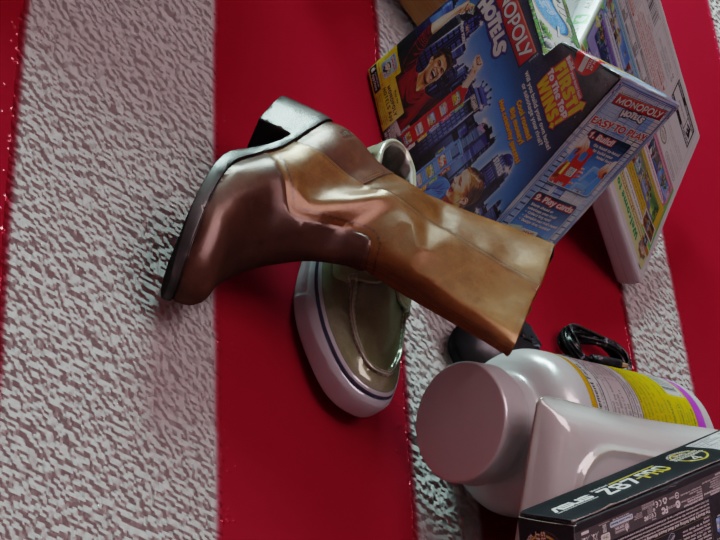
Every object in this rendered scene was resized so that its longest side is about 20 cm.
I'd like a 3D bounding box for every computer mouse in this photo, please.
[{"bbox_3d":[0.130,0.055,1.483,0.200,0.034,0.059,2,57,-51],"label":"computer mouse"}]

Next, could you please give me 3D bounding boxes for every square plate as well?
[{"bbox_3d":[0.162,0.186,1.314,0.200,0.028,0.199,13,83,-44],"label":"square plate"}]

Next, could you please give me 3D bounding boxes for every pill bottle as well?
[{"bbox_3d":[0.127,0.106,1.367,0.200,0.104,0.105,14,50,-44],"label":"pill bottle"}]

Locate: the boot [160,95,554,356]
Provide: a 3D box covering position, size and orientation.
[{"bbox_3d":[0.000,0.000,1.274,0.199,0.069,0.188,31,35,6],"label":"boot"}]

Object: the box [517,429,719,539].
[{"bbox_3d":[0.179,0.193,1.278,0.200,0.049,0.162,-17,103,-43],"label":"box"}]

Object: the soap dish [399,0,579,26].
[{"bbox_3d":[0.100,-0.207,1.644,0.200,0.081,0.157,54,33,2],"label":"soap dish"}]

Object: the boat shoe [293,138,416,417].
[{"bbox_3d":[0.002,-0.003,1.349,0.072,0.062,0.201,29,40,-33],"label":"boat shoe"}]

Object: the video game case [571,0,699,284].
[{"bbox_3d":[0.199,-0.124,1.635,0.182,0.022,0.201,-62,140,-43],"label":"video game case"}]

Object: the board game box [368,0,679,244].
[{"bbox_3d":[0.108,-0.103,1.448,0.062,0.200,0.201,19,47,-40],"label":"board game box"}]
